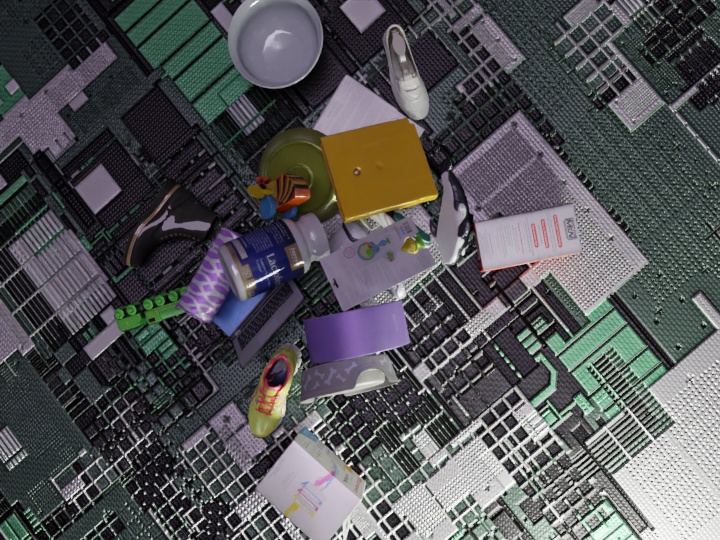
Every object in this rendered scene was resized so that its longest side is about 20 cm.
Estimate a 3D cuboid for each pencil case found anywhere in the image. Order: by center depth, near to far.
[{"bbox_3d":[-0.291,0.012,1.328,0.083,0.086,0.202,29,85,10],"label":"pencil case"}]

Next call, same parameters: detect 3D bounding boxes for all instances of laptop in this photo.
[{"bbox_3d":[-0.234,0.059,1.333,0.116,0.200,0.188,40,93,-28],"label":"laptop"}]

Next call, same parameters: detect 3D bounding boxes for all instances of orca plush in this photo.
[{"bbox_3d":[0.195,-0.114,1.336,0.070,0.105,0.203,-2,75,-39],"label":"orca plush"}]

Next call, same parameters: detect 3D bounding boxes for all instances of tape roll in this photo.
[{"bbox_3d":[-0.008,0.117,1.264,0.197,0.200,0.086,-13,86,5],"label":"tape roll"}]

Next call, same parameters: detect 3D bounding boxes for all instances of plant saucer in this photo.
[{"bbox_3d":[-0.122,-0.189,1.342,0.196,0.031,0.204,3,103,11],"label":"plant saucer"}]

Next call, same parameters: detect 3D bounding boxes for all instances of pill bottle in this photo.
[{"bbox_3d":[-0.166,-0.031,1.265,0.198,0.116,0.117,-25,86,-17],"label":"pill bottle"}]

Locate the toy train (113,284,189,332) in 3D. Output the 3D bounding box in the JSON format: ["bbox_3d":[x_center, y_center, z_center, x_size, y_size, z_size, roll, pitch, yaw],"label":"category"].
[{"bbox_3d":[-0.428,0.081,1.379,0.197,0.042,0.057,-17,96,10],"label":"toy train"}]

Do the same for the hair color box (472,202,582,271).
[{"bbox_3d":[0.331,-0.065,1.308,0.197,0.061,0.103,-10,87,6],"label":"hair color box"}]

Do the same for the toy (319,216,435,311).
[{"bbox_3d":[0.034,-0.010,1.264,0.198,0.047,0.116,-27,69,0],"label":"toy"}]

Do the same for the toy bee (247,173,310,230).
[{"bbox_3d":[-0.178,-0.149,1.294,0.198,0.130,0.110,-25,73,28],"label":"toy bee"}]

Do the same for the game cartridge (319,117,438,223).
[{"bbox_3d":[0.035,-0.201,1.293,0.197,0.032,0.179,-14,78,-13],"label":"game cartridge"}]

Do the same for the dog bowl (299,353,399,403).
[{"bbox_3d":[-0.026,0.209,1.268,0.197,0.200,0.060,-14,76,5],"label":"dog bowl"}]

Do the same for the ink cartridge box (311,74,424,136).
[{"bbox_3d":[0.008,-0.280,1.359,0.199,0.050,0.162,33,91,-4],"label":"ink cartridge box"}]

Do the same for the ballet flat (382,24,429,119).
[{"bbox_3d":[0.089,-0.410,1.340,0.068,0.069,0.203,-17,87,4],"label":"ballet flat"}]

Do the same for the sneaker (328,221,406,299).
[{"bbox_3d":[0.000,0.000,1.332,0.115,0.075,0.201,-40,80,4],"label":"sneaker"}]

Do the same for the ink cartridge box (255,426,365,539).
[{"bbox_3d":[-0.085,0.435,1.297,0.199,0.129,0.126,39,92,5],"label":"ink cartridge box"}]

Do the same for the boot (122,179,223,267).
[{"bbox_3d":[-0.395,-0.070,1.373,0.137,0.077,0.202,32,92,1],"label":"boot"}]

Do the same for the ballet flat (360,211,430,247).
[{"bbox_3d":[0.052,-0.098,1.330,0.199,0.069,0.070,40,92,2],"label":"ballet flat"}]

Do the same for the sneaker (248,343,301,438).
[{"bbox_3d":[-0.184,0.247,1.331,0.077,0.090,0.203,18,91,4],"label":"sneaker"}]

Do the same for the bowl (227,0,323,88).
[{"bbox_3d":[-0.167,-0.465,1.353,0.197,0.090,0.205,0,88,6],"label":"bowl"}]
